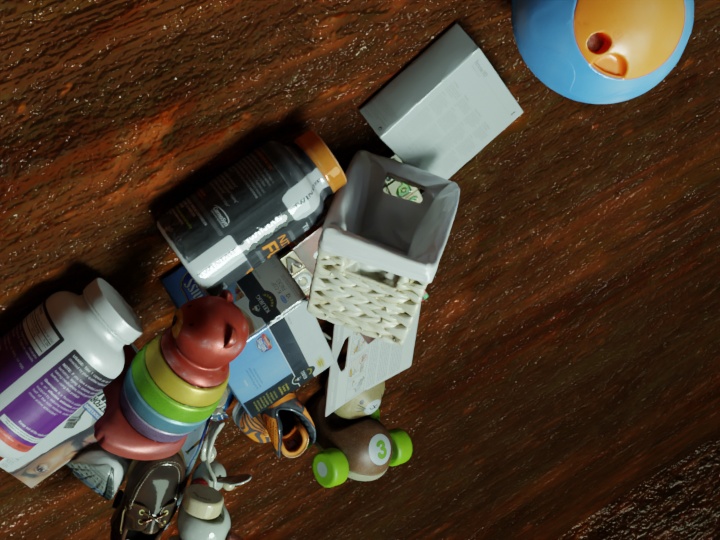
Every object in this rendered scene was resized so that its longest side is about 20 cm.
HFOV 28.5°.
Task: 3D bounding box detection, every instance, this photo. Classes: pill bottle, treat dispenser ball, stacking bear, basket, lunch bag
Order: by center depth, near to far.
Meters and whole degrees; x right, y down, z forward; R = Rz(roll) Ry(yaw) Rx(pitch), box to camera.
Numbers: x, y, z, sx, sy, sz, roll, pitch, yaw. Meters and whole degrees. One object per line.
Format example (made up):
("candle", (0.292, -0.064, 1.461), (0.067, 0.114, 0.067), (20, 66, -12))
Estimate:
("pill bottle", (-0.332, 0.101, 1.519), (0.200, 0.113, 0.112), (-39, 155, 3))
("stacking bear", (-0.192, 0.104, 1.531), (0.113, 0.122, 0.200), (23, 128, -24))
("pill bottle", (-0.112, -0.068, 1.535), (0.199, 0.106, 0.106), (-36, 155, -4))
("treat dispenser ball", (0.266, -0.285, 1.562), (0.200, 0.201, 0.201), (-30, 154, -16))
("basket", (0.024, -0.026, 1.618), (0.200, 0.134, 0.124), (-68, 177, -57))
("lunch bag", (-0.253, 0.240, 1.839), (0.161, 0.075, 0.201), (-77, -166, -48))

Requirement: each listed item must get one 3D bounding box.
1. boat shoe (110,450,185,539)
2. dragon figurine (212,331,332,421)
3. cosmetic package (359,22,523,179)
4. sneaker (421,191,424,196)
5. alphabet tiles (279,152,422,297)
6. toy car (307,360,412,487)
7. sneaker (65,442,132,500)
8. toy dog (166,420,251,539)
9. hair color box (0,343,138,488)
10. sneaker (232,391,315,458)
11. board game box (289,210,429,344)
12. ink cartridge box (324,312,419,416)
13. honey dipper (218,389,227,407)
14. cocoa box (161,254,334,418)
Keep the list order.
("boat shoe", (-0.256, 0.291, 1.723), (0.070, 0.071, 0.201), (5, 135, -20))
("dragon figurine", (-0.134, 0.130, 1.891), (0.199, 0.059, 0.100), (-29, 156, -10))
("cosmetic package", (0.100, -0.188, 1.680), (0.150, 0.052, 0.200), (-39, 155, 7))
("sneaker", (0.012, -0.027, 1.831), (0.199, 0.060, 0.105), (-21, 142, -27))
("alphabet tiles", (-0.004, -0.034, 1.770), (0.199, 0.008, 0.168), (-35, 130, -3))
("toy car", (0.001, 0.194, 2.097), (0.163, 0.158, 0.201), (-11, 132, -42))
("sneaker", (-0.318, 0.231, 1.772), (0.087, 0.074, 0.200), (-48, -171, -12))
("toy dog", (-0.174, 0.295, 1.760), (0.201, 0.096, 0.133), (-73, -175, -54))
("hair color box", (-0.338, 0.162, 1.672), (0.199, 0.064, 0.111), (-35, 156, -5))
("sneaker", (-0.111, 0.204, 1.847), (0.077, 0.113, 0.200), (-24, 154, -14))
("board game box", (0.000, 0.000, 1.779), (0.103, 0.019, 0.200), (-37, 130, 1))
("ink cartridge box", (0.009, 0.081, 1.946), (0.175, 0.045, 0.201), (-26, 138, -36))
("honey dipper", (-0.245, 0.165, 1.740), (0.199, 0.038, 0.038), (-16, 171, 38))
("cocoa box", (-0.131, 0.063, 1.696), (0.131, 0.134, 0.200), (-34, 155, -7))
